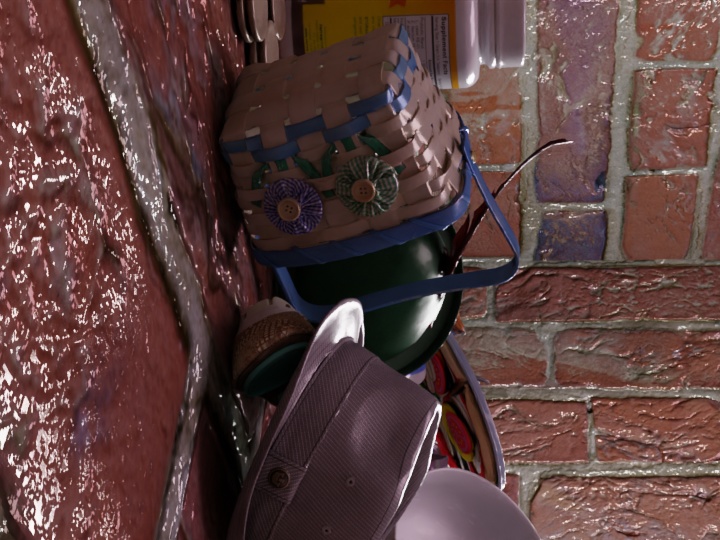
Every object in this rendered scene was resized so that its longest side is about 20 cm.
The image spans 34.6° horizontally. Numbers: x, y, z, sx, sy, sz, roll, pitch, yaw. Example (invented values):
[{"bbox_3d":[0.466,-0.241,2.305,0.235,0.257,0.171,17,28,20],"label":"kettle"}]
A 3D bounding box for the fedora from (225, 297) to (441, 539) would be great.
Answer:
[{"bbox_3d":[-0.007,0.127,0.760,0.200,0.090,0.177,-64,167,-3],"label":"fedora"}]

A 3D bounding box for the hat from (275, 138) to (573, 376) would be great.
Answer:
[{"bbox_3d":[0.040,0.002,0.868,0.176,0.165,0.201,-166,-105,-68],"label":"hat"}]

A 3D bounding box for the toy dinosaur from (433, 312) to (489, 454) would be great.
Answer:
[{"bbox_3d":[0.064,0.124,1.243,0.105,0.200,0.182,27,-38,48],"label":"toy dinosaur"}]

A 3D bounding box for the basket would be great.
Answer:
[{"bbox_3d":[-0.002,-0.052,0.793,0.139,0.176,0.200,-85,152,-46],"label":"basket"}]

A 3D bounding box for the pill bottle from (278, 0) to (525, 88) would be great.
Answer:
[{"bbox_3d":[0.036,-0.205,0.961,0.109,0.199,0.110,-1,90,-83],"label":"pill bottle"}]

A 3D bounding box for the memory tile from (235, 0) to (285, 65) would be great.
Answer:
[{"bbox_3d":[-0.076,-0.238,0.811,0.200,0.017,0.154,80,12,-57],"label":"memory tile"}]

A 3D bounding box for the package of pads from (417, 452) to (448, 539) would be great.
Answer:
[{"bbox_3d":[0.021,0.274,1.121,0.076,0.120,0.201,0,89,-62],"label":"package of pads"}]

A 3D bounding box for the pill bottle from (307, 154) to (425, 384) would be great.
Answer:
[{"bbox_3d":[0.000,0.000,1.010,0.114,0.113,0.201,-41,130,-81],"label":"pill bottle"}]

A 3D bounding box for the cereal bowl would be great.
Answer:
[{"bbox_3d":[0.081,0.278,1.009,0.083,0.200,0.200,-41,-153,35],"label":"cereal bowl"}]

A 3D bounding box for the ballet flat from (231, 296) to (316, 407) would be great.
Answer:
[{"bbox_3d":[-0.058,0.056,0.808,0.065,0.070,0.200,63,-4,18],"label":"ballet flat"}]

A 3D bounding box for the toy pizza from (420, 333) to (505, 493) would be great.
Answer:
[{"bbox_3d":[0.083,0.130,1.120,0.200,0.032,0.201,159,-90,-80],"label":"toy pizza"}]
